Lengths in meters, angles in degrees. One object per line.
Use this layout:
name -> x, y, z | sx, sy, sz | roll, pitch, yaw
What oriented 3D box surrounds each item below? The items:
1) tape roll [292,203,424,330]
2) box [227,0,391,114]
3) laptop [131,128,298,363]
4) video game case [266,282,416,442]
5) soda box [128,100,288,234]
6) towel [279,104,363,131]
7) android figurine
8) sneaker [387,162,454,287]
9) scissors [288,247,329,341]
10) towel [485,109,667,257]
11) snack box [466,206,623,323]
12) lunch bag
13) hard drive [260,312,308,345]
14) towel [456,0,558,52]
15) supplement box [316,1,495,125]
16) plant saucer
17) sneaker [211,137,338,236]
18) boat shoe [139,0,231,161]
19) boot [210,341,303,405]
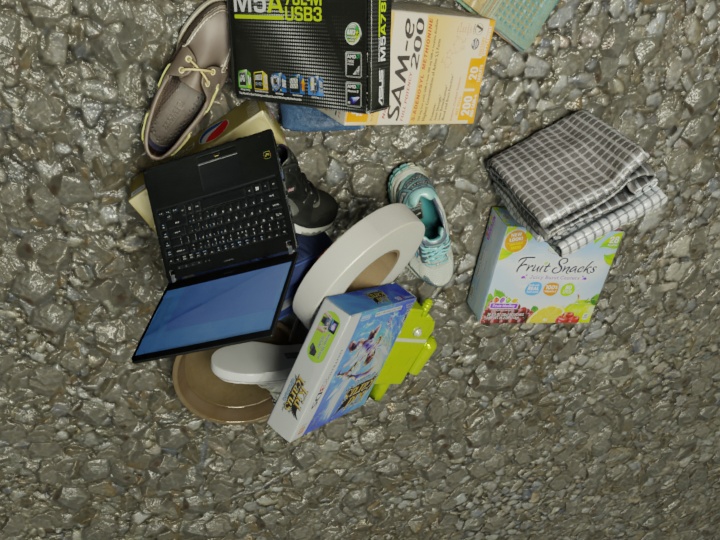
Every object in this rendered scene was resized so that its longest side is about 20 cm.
tape roll -> 0.000, 0.000, 0.880 | 0.202, 0.037, 0.204 | -39, 162, -15
box -> -0.057, -0.273, 0.714 | 0.047, 0.197, 0.197 | -29, 127, -48
laptop -> -0.163, -0.027, 0.711 | 0.174, 0.103, 0.205 | -12, 93, 21
video game case -> -0.018, 0.113, 0.896 | 0.199, 0.045, 0.184 | -9, 129, -62
soda box -> -0.187, -0.129, 0.853 | 0.198, 0.064, 0.068 | -32, 124, 6
towel -> -0.044, -0.264, 0.818 | 0.109, 0.049, 0.204 | -5, 122, -12
android figurine -> 0.044, 0.121, 1.066 | 0.180, 0.041, 0.202 | 10, 120, -42
sneaker -> 0.091, -0.046, 0.966 | 0.076, 0.087, 0.202 | -26, 125, -2
scissors -> -0.073, 0.040, 0.902 | 0.014, 0.073, 0.201 | 39, 124, 8
towel -> 0.272, -0.123, 0.902 | 0.163, 0.201, 0.086 | -27, 124, 2
snack box -> 0.280, -0.005, 1.057 | 0.195, 0.068, 0.172 | 1, 121, -17
lunch bag -> -0.136, -0.009, 0.868 | 0.136, 0.199, 0.133 | 42, 115, 12
hard drive -> -0.092, 0.050, 1.009 | 0.196, 0.033, 0.142 | -15, 124, -7
towel -> 0.169, -0.379, 0.823 | 0.197, 0.022, 0.148 | 26, 110, -26
supplement box -> 0.054, -0.241, 0.805 | 0.197, 0.073, 0.129 | -9, 122, -32
plant saucer -> -0.175, 0.142, 1.006 | 0.195, 0.030, 0.204 | -8, 123, -12
sneaker -> -0.088, -0.102, 0.824 | 0.198, 0.076, 0.088 | 6, 131, -47
boat shoe -> -0.196, -0.218, 0.796 | 0.071, 0.060, 0.201 | 28, 110, -26
boot -> -0.116, 0.157, 0.966 | 0.196, 0.074, 0.097 | 2, 121, -24
